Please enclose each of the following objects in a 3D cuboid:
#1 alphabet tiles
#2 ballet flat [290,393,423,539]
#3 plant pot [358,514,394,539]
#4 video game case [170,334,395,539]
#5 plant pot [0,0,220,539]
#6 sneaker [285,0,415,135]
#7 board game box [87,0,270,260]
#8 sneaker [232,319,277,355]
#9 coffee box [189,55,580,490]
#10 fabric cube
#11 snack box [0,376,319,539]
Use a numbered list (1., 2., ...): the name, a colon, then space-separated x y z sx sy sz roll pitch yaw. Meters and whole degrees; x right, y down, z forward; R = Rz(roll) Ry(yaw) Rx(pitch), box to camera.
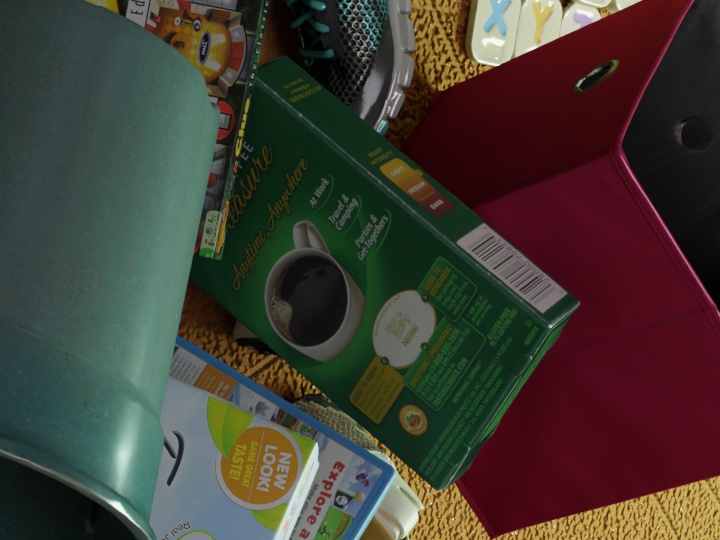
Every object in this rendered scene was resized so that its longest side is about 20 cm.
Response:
1. alphabet tiles: 0.120 -0.215 1.319 0.199 0.015 0.197 7 94 -46
2. ballet flat: 0.011 0.161 1.251 0.068 0.075 0.201 -35 122 -34
3. plant pot: -0.061 0.227 1.126 0.182 0.200 0.201 -30 121 -19
4. video game case: -0.103 0.105 1.059 0.144 0.199 0.018 -57 172 -20
5. plant pot: -0.152 0.000 0.908 0.200 0.199 0.198 37 61 -43
6. sneaker: -0.018 -0.156 1.161 0.091 0.077 0.202 13 82 -37
7. board game box: -0.099 -0.114 1.061 0.023 0.104 0.202 2 99 -78
8. sneaker: 0.017 0.020 1.232 0.199 0.075 0.082 16 79 -47
9. coffee box: 0.000 0.000 1.093 0.044 0.200 0.123 -34 159 -54
10. fabric cube: 0.132 -0.008 1.178 0.201 0.198 0.197 56 39 -18
11. snack box: -0.140 0.119 1.003 0.068 0.199 0.170 95 18 -77
